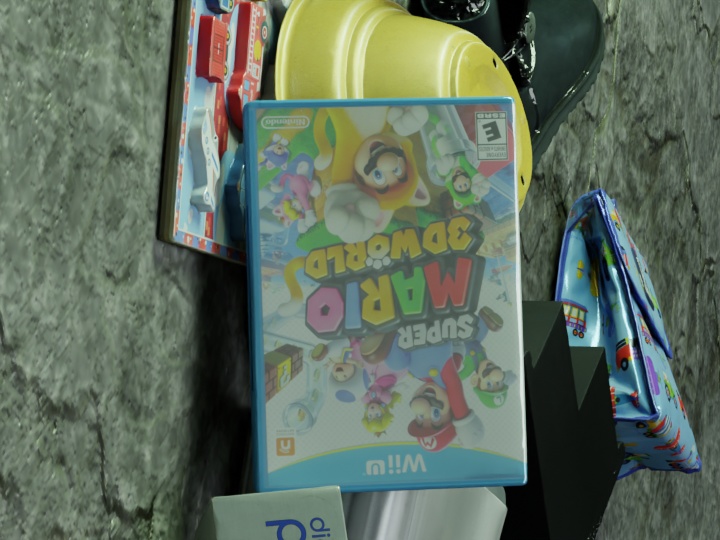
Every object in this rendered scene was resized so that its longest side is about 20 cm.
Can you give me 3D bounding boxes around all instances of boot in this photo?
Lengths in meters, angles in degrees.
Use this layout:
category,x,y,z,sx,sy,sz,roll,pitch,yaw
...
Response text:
category,x,y,z,sx,sy,sz,roll,pitch,yaw
boot,0.101,-0.171,1.835,0.169,0.076,0.201,79,29,-43

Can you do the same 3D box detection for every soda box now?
category,x,y,z,sx,sy,sz,roll,pitch,yaw
soda box,-0.034,0.212,1.387,0.063,0.068,0.201,118,-34,-68

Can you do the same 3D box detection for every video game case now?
category,x,y,z,sx,sy,sz,roll,pitch,yaw
video game case,0.013,0.012,1.461,0.018,0.142,0.202,171,-83,-80

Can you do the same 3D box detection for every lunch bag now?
category,x,y,z,sx,sy,sz,roll,pitch,yaw
lunch bag,0.188,0.043,2.131,0.151,0.093,0.201,44,39,-63

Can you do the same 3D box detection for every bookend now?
category,x,y,z,sx,sy,sz,roll,pitch,yaw
bookend,0.099,0.090,1.844,0.199,0.091,0.201,-60,146,-55

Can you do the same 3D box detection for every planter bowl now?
category,x,y,z,sx,sy,sz,roll,pitch,yaw
planter bowl,0.038,-0.070,1.541,0.200,0.083,0.202,38,45,-52

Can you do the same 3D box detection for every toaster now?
category,x,y,z,sx,sy,sz,roll,pitch,yaw
toaster,-0.002,0.152,1.534,0.200,0.113,0.130,40,57,-58

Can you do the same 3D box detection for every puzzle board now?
category,x,y,z,sx,sy,sz,roll,pitch,yaw
puzzle board,-0.061,-0.106,1.478,0.151,0.017,0.202,18,76,-70
